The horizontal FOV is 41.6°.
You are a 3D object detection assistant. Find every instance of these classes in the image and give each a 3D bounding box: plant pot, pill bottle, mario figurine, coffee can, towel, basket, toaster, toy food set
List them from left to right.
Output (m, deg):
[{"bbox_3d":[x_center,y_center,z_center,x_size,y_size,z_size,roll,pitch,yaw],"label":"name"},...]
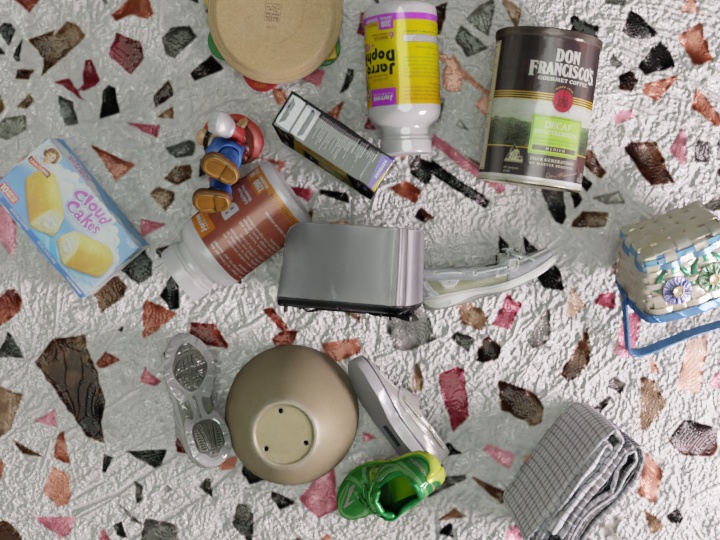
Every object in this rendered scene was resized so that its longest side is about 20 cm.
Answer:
[{"bbox_3d":[-0.199,-0.156,1.280,0.123,0.201,0.106,-33,113,17],"label":"mario figurine"},{"bbox_3d":[-0.175,-0.051,1.325,0.199,0.112,0.113,-37,93,3],"label":"pill bottle"},{"bbox_3d":[-0.123,-0.359,1.335,0.197,0.049,0.201,-9,94,1],"label":"toy food set"},{"bbox_3d":[-0.101,0.216,1.332,0.197,0.134,0.203,0,95,1],"label":"plant pot"},{"bbox_3d":[0.000,0.000,1.277,0.197,0.181,0.121,4,92,13],"label":"toaster"},{"bbox_3d":[0.059,-0.263,1.311,0.103,0.104,0.203,-3,94,1],"label":"pill bottle"},{"bbox_3d":[0.243,-0.216,1.291,0.144,0.146,0.203,7,95,0],"label":"coffee can"},{"bbox_3d":[0.297,0.295,1.317,0.085,0.166,0.201,34,94,-7],"label":"towel"},{"bbox_3d":[0.440,0.021,1.317,0.174,0.140,0.201,-22,128,3],"label":"basket"}]

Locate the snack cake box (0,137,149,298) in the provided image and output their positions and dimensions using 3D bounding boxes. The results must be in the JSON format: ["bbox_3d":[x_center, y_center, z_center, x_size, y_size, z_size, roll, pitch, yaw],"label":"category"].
[{"bbox_3d":[-0.412,-0.075,1.350,0.115,0.067,0.201,-40,93,4],"label":"snack cake box"}]

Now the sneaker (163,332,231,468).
[{"bbox_3d":[-0.247,0.193,1.362,0.077,0.099,0.202,-5,68,-26],"label":"sneaker"}]

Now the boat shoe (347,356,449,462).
[{"bbox_3d":[0.057,0.200,1.364,0.065,0.072,0.201,-35,88,-26],"label":"boat shoe"}]

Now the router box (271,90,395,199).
[{"bbox_3d":[-0.035,-0.162,1.272,0.156,0.200,0.053,33,91,-1],"label":"router box"}]

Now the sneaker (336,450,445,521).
[{"bbox_3d":[0.028,0.310,1.333,0.199,0.083,0.075,-33,93,39],"label":"sneaker"}]

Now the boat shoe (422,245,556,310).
[{"bbox_3d":[0.178,0.001,1.345,0.199,0.074,0.066,-17,92,11],"label":"boat shoe"}]
